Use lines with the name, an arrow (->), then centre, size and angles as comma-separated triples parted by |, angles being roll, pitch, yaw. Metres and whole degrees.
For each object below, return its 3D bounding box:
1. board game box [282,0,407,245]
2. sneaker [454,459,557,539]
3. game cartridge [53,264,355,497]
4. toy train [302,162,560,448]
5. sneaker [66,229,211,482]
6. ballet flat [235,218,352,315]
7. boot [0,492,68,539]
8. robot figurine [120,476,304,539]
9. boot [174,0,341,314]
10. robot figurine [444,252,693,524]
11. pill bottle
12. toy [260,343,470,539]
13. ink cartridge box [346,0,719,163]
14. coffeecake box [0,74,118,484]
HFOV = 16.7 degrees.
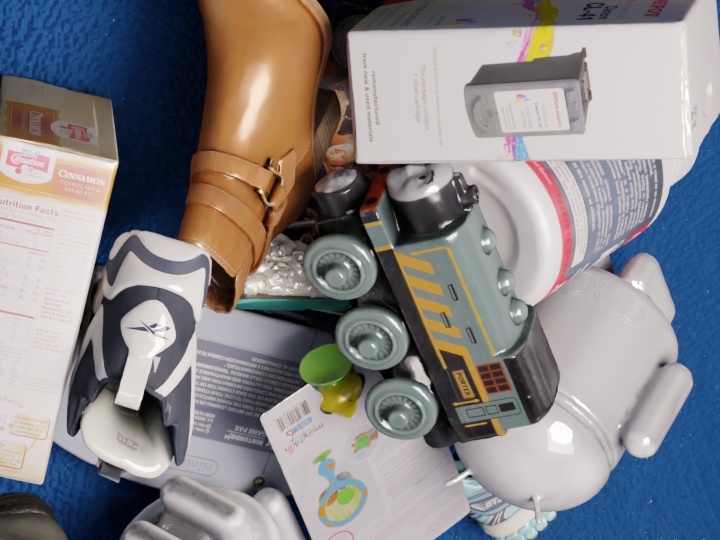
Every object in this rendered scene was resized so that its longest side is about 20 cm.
board game box -> 0.010, -0.069, 1.605 | 0.135, 0.035, 0.201 | 8, 106, -27
sneaker -> 0.131, 0.095, 1.703 | 0.086, 0.078, 0.200 | 31, 95, -27
game cartridge -> -0.107, 0.080, 1.612 | 0.199, 0.042, 0.134 | 15, 107, -29
toy train -> 0.044, 0.019, 1.489 | 0.114, 0.085, 0.201 | -12, 118, 22
sneaker -> -0.139, 0.073, 1.455 | 0.079, 0.199, 0.130 | 19, 64, -11
ballet flat -> 0.000, 0.000, 1.574 | 0.199, 0.072, 0.072 | 8, 106, -28
boot -> -0.263, 0.201, 1.532 | 0.199, 0.131, 0.068 | -13, 115, -19
robot figurine -> -0.095, 0.221, 1.602 | 0.170, 0.113, 0.200 | -47, 146, -25
boot -> -0.074, -0.080, 1.444 | 0.155, 0.073, 0.200 | -63, 149, -26
robot figurine -> 0.132, 0.075, 1.609 | 0.200, 0.169, 0.113 | -57, 138, -26
pill bottle -> 0.130, -0.061, 1.582 | 0.200, 0.119, 0.120 | -31, 124, -43
toy -> -0.002, 0.121, 1.627 | 0.115, 0.047, 0.200 | -35, 138, -15
ink cartridge box -> 0.106, -0.120, 1.456 | 0.199, 0.148, 0.086 | -1, 107, 16
coffeecake box -> -0.201, 0.002, 1.462 | 0.073, 0.154, 0.201 | 12, 105, -11
